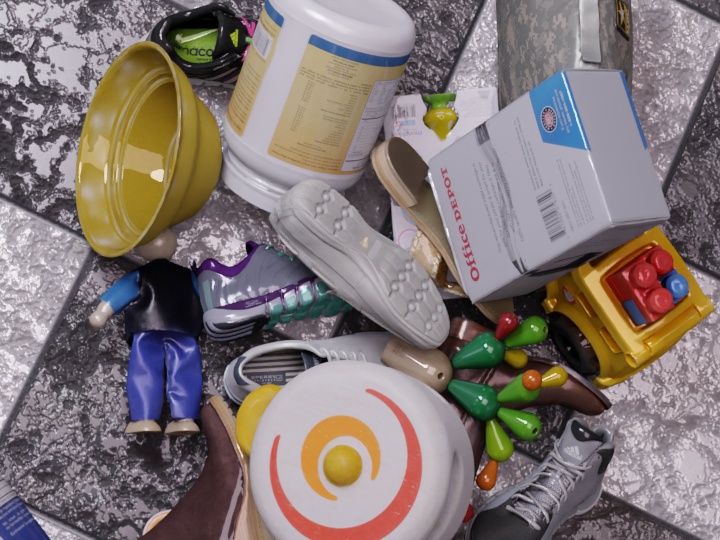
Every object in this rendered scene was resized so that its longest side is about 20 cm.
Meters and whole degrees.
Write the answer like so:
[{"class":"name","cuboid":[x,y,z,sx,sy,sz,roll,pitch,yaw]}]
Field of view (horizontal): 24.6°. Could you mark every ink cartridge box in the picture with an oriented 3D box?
[{"class":"ink cartridge box","cuboid":[0.166,-0.074,1.496,0.083,0.199,0.147,-7,74,-39]}]

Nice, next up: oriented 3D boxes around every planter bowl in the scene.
[{"class":"planter bowl","cuboid":[-0.186,-0.106,1.546,0.083,0.199,0.203,11,78,-36]}]

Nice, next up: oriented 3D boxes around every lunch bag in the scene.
[{"class":"lunch bag","cuboid":[0.203,-0.231,1.601,0.116,0.200,0.166,1,80,-9]}]

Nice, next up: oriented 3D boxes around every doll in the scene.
[{"class":"doll","cuboid":[-0.193,0.053,1.564,0.135,0.048,0.203,4,78,-26]}]

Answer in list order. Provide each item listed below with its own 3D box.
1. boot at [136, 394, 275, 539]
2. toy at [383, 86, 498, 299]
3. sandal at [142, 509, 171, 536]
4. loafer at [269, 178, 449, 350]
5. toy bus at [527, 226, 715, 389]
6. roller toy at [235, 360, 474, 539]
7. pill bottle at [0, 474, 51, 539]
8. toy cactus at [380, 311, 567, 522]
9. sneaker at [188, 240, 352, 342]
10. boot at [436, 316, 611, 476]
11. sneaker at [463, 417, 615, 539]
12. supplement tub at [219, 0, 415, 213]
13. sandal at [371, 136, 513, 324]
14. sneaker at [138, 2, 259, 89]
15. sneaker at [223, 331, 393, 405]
[{"class":"boot","cuboid":[-0.160,0.229,1.501,0.165,0.072,0.202,-22,70,0]},{"class":"toy","cuboid":[0.085,-0.075,1.629,0.114,0.047,0.203,-5,94,0]},{"class":"sandal","cuboid":[-0.103,0.269,1.543,0.204,0.059,0.080,9,80,-8]},{"class":"loafer","cuboid":[0.000,0.000,1.515,0.200,0.070,0.070,46,49,-9]},{"class":"toy bus","cuboid":[0.242,-0.002,1.577,0.135,0.192,0.201,-33,86,-11]},{"class":"roller toy","cuboid":[0.000,0.171,1.440,0.181,0.140,0.202,-27,74,10]},{"class":"pill bottle","cuboid":[-0.356,0.232,1.480,0.111,0.111,0.201,-38,89,-13]},{"class":"toy cactus","cuboid":[0.092,0.115,1.537,0.164,0.102,0.201,30,90,12]},{"class":"sneaker","cuboid":[-0.063,0.001,1.581,0.198,0.074,0.088,-13,72,-22]},{"class":"boot","cuboid":[0.125,0.171,1.595,0.185,0.064,0.202,24,77,4]},{"class":"sneaker","cuboid":[0.174,0.195,1.534,0.075,0.116,0.199,36,39,20]},{"class":"supplement tub","cuboid":[-0.045,-0.163,1.541,0.143,0.145,0.202,20,115,-5]},{"class":"sandal","cuboid":[0.063,-0.028,1.582,0.213,0.069,0.078,54,36,-16]},{"class":"sneaker","cuboid":[-0.118,-0.217,1.602,0.197,0.087,0.075,0,81,-10]},{"class":"sneaker","cuboid":[-0.030,0.098,1.575,0.197,0.071,0.074,-9,82,-13]}]
